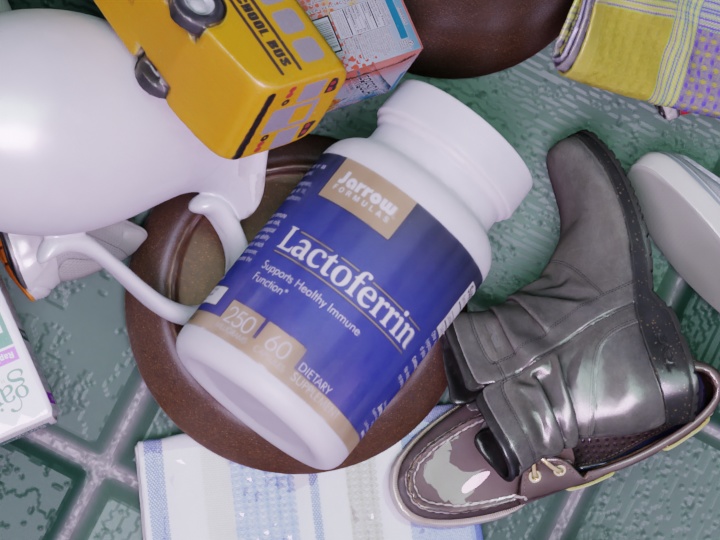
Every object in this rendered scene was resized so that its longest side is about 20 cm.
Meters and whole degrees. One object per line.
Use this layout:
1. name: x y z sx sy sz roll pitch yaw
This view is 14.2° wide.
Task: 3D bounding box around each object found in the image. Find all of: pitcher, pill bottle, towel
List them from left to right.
1. pitcher: -0.141 -0.054 1.578 0.200 0.121 0.172 0 92 -35
2. towel: -0.028 0.158 1.672 0.199 0.024 0.147 -7 85 -7
3. pill bottle: 0.000 0.000 1.596 0.116 0.116 0.200 38 78 -1
4. towel: 0.206 -0.155 1.631 0.200 0.023 0.144 14 101 -31

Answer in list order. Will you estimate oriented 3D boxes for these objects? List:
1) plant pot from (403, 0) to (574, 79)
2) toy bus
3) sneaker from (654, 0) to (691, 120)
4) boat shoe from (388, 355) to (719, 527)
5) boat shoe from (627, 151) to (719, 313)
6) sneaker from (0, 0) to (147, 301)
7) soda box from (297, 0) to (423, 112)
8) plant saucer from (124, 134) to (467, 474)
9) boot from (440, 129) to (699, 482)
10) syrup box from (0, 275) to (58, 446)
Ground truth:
1. plant pot: 0.061 -0.212 1.615 0.186 0.200 0.188 0 87 -4
2. toy bus: -0.097 -0.155 1.529 0.078 0.065 0.200 -20 66 -37
3. sneaker: 0.192 -0.180 1.657 0.085 0.077 0.201 -6 115 -7
4. boat shoe: 0.113 0.094 1.658 0.199 0.060 0.072 -17 87 -13
5. boat shoe: 0.243 -0.005 1.688 0.201 0.070 0.072 44 67 0
6. sneaker: -0.181 -0.089 1.658 0.092 0.076 0.201 -17 95 -13
7. soda box: -0.037 -0.188 1.581 0.063 0.068 0.200 -18 79 -19
8. plant saucer: -0.036 0.016 1.665 0.200 0.034 0.201 1 79 -5
9. boot: 0.102 0.015 1.636 0.130 0.068 0.200 -13 60 -7
10. syrup box: -0.244 0.008 1.635 0.079 0.081 0.200 -23 87 -5
